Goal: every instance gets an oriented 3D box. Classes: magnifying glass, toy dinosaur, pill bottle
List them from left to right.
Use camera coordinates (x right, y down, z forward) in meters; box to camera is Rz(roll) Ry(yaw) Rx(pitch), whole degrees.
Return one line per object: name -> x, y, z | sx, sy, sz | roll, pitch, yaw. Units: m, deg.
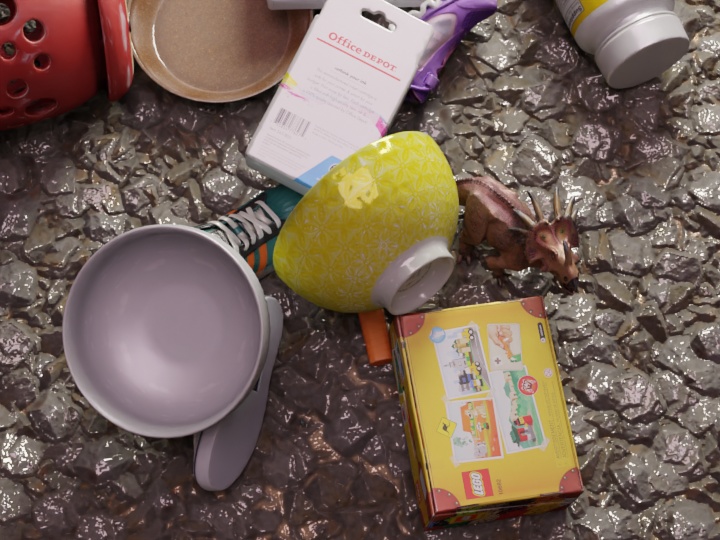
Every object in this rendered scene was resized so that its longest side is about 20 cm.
magnifying glass -> 0.000, 0.000, 1.717 | 0.079, 0.022, 0.201 | -12, 71, -4
toy dinosaur -> 0.146, -0.050, 1.673 | 0.199, 0.136, 0.086 | 31, 73, 12
pill bottle -> 0.260, -0.300, 1.776 | 0.114, 0.114, 0.201 | -22, 72, -7

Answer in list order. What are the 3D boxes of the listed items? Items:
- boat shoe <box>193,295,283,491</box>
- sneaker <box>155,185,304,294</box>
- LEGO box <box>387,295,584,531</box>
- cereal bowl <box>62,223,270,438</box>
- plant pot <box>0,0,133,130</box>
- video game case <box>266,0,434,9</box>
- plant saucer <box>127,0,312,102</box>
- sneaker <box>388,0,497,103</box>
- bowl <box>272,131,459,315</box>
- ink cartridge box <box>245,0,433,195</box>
boat shoe -> -0.136, 0.117, 1.658 | 0.070, 0.071, 0.201 | 4, 72, 31
sneaker -> -0.131, -0.022, 1.693 | 0.200, 0.080, 0.071 | -40, 74, -13
LEGO box -> 0.118, 0.137, 1.627 | 0.148, 0.077, 0.201 | -7, 71, -8
cereal bowl -> -0.176, 0.055, 1.597 | 0.199, 0.083, 0.201 | 1, 94, 13
plant pot -> -0.329, -0.248, 1.721 | 0.181, 0.201, 0.201 | -7, 70, -10
video game case -> -0.011, -0.364, 1.826 | 0.199, 0.023, 0.183 | -3, 65, -12
plant saucer -> -0.150, -0.263, 1.806 | 0.199, 0.037, 0.201 | 0, 70, 1
sneaker -> 0.063, -0.225, 1.774 | 0.200, 0.081, 0.089 | -31, 79, -5
bowl -> 0.026, -0.023, 1.603 | 0.200, 0.200, 0.108 | -35, 65, -12
ink cartridge box -> -0.020, -0.173, 1.689 | 0.115, 0.068, 0.201 | 27, 84, 0
